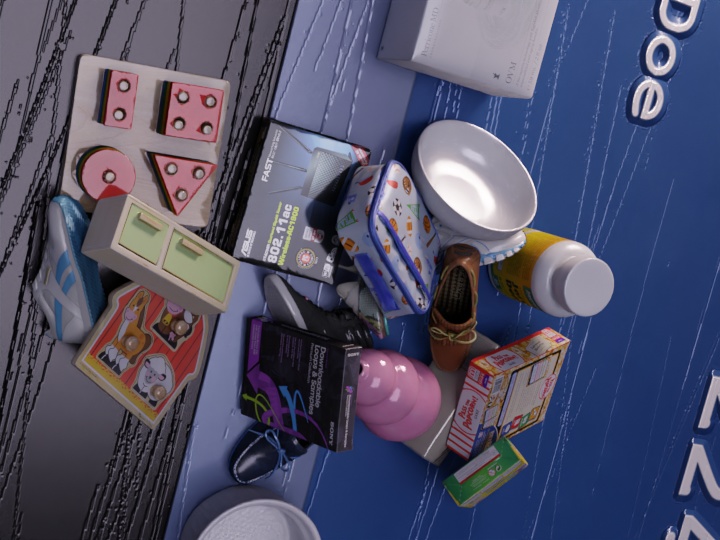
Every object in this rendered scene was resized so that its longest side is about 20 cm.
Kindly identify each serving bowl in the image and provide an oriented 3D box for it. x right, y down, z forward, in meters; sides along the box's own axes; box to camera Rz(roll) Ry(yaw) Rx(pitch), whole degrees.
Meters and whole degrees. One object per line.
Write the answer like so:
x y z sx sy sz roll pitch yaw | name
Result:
0.152 -0.118 1.631 0.200 0.201 0.066 16 138 -25 | serving bowl

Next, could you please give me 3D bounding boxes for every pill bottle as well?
0.280 0.006 1.677 0.112 0.200 0.113 -5 103 -22 | pill bottle

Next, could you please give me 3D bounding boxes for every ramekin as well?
-0.162 0.404 1.627 0.200 0.098 0.201 -5 102 -22 | ramekin

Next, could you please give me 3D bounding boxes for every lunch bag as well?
0.044 -0.035 1.541 0.200 0.075 0.161 58 34 -37 | lunch bag

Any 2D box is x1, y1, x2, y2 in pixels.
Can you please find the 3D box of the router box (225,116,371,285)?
-0.086 -0.094 1.567 0.149 0.062 0.201 15 94 -17 | router box

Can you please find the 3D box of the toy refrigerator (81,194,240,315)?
-0.249 -0.017 1.462 0.200 0.070 0.076 34 62 -41 | toy refrigerator

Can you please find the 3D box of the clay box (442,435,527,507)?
0.191 0.306 1.724 0.115 0.200 0.048 -37 75 1 | clay box

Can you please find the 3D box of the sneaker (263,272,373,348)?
-0.056 0.066 1.624 0.099 0.071 0.200 -41 111 -22 | sneaker

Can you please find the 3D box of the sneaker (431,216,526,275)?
0.140 -0.043 1.658 0.199 0.075 0.087 -13 93 1 | sneaker

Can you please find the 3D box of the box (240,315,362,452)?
-0.084 0.151 1.554 0.036 0.200 0.143 -5 103 -47 | box

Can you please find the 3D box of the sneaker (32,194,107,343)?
-0.377 0.003 1.452 0.081 0.077 0.201 0 111 10 | sneaker

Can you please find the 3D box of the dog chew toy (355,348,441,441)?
0.034 0.166 1.604 0.125 0.124 0.200 -55 147 -4 | dog chew toy

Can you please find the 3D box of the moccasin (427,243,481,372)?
0.134 0.063 1.619 0.073 0.078 0.202 16 124 6 | moccasin

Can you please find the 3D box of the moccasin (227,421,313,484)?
-0.103 0.231 1.632 0.200 0.068 0.081 -42 113 -10 | moccasin

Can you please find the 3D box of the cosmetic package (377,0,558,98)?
0.155 -0.363 1.592 0.199 0.123 0.200 12 96 -24 | cosmetic package

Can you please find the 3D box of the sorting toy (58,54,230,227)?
-0.273 -0.162 1.478 0.199 0.070 0.199 7 98 -25 | sorting toy

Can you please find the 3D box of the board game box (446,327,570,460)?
0.222 0.182 1.707 0.200 0.046 0.152 -16 128 -46 | board game box

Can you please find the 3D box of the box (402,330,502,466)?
0.133 0.184 1.708 0.200 0.082 0.068 -54 147 -3 | box

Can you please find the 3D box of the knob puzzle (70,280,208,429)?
-0.264 0.088 1.514 0.219 0.030 0.220 -17 113 -46 | knob puzzle

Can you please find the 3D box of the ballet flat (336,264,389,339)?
0.000 0.000 1.613 0.071 0.069 0.201 -3 76 -1 | ballet flat
